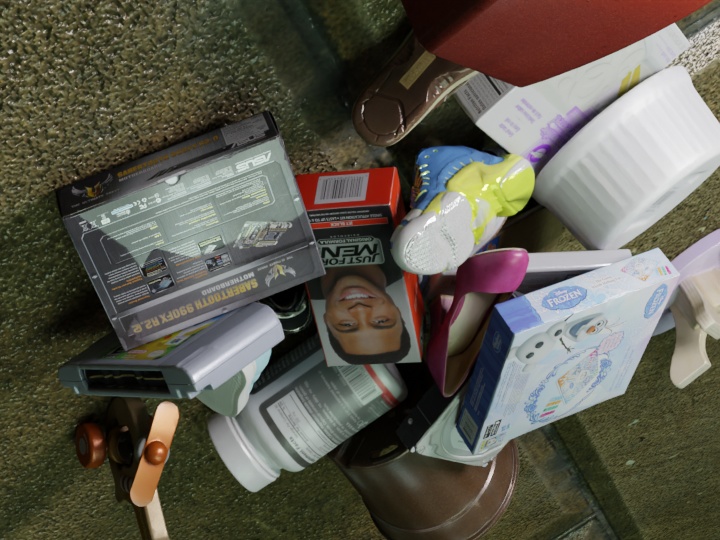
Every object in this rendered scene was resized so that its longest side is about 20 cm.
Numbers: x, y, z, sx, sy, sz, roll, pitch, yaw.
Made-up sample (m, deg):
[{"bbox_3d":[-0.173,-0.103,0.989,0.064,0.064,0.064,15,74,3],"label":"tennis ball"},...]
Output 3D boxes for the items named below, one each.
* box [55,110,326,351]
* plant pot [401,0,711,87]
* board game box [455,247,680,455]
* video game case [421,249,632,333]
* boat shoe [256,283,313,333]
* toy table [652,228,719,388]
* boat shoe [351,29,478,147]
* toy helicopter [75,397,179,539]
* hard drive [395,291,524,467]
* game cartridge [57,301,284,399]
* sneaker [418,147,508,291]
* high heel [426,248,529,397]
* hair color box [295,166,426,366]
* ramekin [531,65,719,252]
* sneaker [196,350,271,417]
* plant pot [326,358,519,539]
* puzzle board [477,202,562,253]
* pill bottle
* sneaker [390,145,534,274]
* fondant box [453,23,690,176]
[{"bbox_3d":[-0.145,-0.033,1.266,0.199,0.048,0.159,-21,129,-3],"label":"box"},{"bbox_3d":[0.128,-0.259,1.134,0.199,0.201,0.176,11,138,-45],"label":"plant pot"},{"bbox_3d":[0.204,0.082,1.447,0.198,0.043,0.201,-17,144,-24],"label":"board game box"},{"bbox_3d":[0.161,0.023,1.500,0.198,0.023,0.182,-3,159,-9],"label":"video game case"},{"bbox_3d":[-0.080,0.013,1.420,0.073,0.061,0.201,-22,145,-9],"label":"boat shoe"},{"bbox_3d":[0.447,0.047,1.835,0.183,0.118,0.200,11,129,-45],"label":"toy table"},{"bbox_3d":[0.070,-0.191,1.290,0.202,0.075,0.075,-40,-179,0],"label":"boat shoe"},{"bbox_3d":[-0.213,0.218,1.451,0.078,0.201,0.132,-5,155,-33],"label":"toy helicopter"},{"bbox_3d":[0.145,0.118,1.518,0.139,0.038,0.200,19,114,-48],"label":"hard drive"},{"bbox_3d":[-0.170,0.070,1.315,0.133,0.199,0.041,-31,110,-43],"label":"game cartridge"},{"bbox_3d":[0.070,-0.044,1.461,0.108,0.070,0.200,-2,139,-39],"label":"sneaker"},{"bbox_3d":[0.112,0.049,1.385,0.067,0.097,0.200,5,157,-24],"label":"high heel"},{"bbox_3d":[0.000,0.000,1.393,0.101,0.061,0.201,-4,131,12],"label":"hair color box"},{"bbox_3d":[0.278,-0.104,1.464,0.200,0.098,0.201,-35,168,-9],"label":"ramekin"},{"bbox_3d":[-0.123,0.089,1.453,0.082,0.074,0.200,-50,-177,-24],"label":"sneaker"},{"bbox_3d":[0.057,0.197,1.663,0.200,0.201,0.198,-34,139,4],"label":"plant pot"},{"bbox_3d":[0.158,0.003,1.613,0.150,0.017,0.201,-28,150,-23],"label":"puzzle board"},{"bbox_3d":[-0.059,0.144,1.558,0.199,0.114,0.114,-35,146,5],"label":"pill bottle"},{"bbox_3d":[0.072,-0.061,1.356,0.199,0.105,0.076,-29,131,-42],"label":"sneaker"},{"bbox_3d":[0.202,-0.196,1.382,0.200,0.058,0.144,-40,146,14],"label":"fondant box"}]
